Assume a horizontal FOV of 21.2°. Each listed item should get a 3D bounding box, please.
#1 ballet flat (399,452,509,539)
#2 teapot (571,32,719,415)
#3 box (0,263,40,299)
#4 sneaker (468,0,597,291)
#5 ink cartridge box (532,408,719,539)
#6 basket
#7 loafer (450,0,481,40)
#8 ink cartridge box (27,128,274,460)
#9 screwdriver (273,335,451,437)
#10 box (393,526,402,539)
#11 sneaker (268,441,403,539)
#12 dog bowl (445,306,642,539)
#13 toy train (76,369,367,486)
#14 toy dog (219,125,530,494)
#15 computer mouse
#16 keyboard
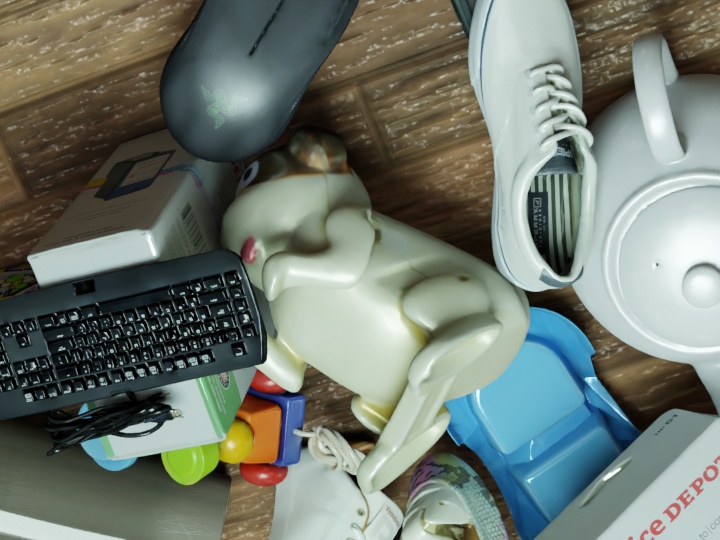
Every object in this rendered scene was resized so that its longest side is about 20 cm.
[{"bbox_3d":[0.065,0.194,1.226,0.071,0.201,0.069,13,130,-40],"label":"ballet flat"},{"bbox_3d":[0.210,-0.023,1.195,0.199,0.146,0.198,29,114,-3],"label":"teapot"},{"bbox_3d":[-0.295,0.048,1.347,0.199,0.070,0.065,-10,110,13],"label":"box"},{"bbox_3d":[0.113,-0.086,1.154,0.073,0.071,0.201,-10,99,-21],"label":"sneaker"},{"bbox_3d":[0.218,0.204,1.173,0.144,0.085,0.200,-44,96,-10],"label":"ink cartridge box"},{"bbox_3d":[-0.198,0.180,1.352,0.199,0.180,0.137,11,72,-3],"label":"basket"},{"bbox_3d":[0.078,-0.230,1.168,0.072,0.073,0.201,-8,113,8],"label":"loafer"},{"bbox_3d":[-0.122,0.007,1.232,0.087,0.200,0.146,-12,112,17],"label":"ink cartridge box"},{"bbox_3d":[0.016,0.077,1.332,0.199,0.029,0.028,27,147,-4],"label":"screwdriver"},{"bbox_3d":[0.038,0.302,1.352,0.200,0.166,0.164,-39,103,22],"label":"box"},{"bbox_3d":[-0.015,0.190,1.296,0.084,0.201,0.073,-15,133,15],"label":"sneaker"},{"bbox_3d":[0.127,0.110,1.304,0.111,0.050,0.200,-34,105,1],"label":"dog bowl"},{"bbox_3d":[-0.084,0.113,1.281,0.199,0.116,0.085,15,108,31],"label":"toy train"},{"bbox_3d":[0.000,0.000,1.198,0.200,0.194,0.140,42,144,17],"label":"toy dog"},{"bbox_3d":[-0.060,-0.161,1.190,0.138,0.053,0.201,26,91,-7],"label":"computer mouse"},{"bbox_3d":[-0.149,0.057,1.127,0.199,0.040,0.105,-13,110,19],"label":"keyboard"}]
